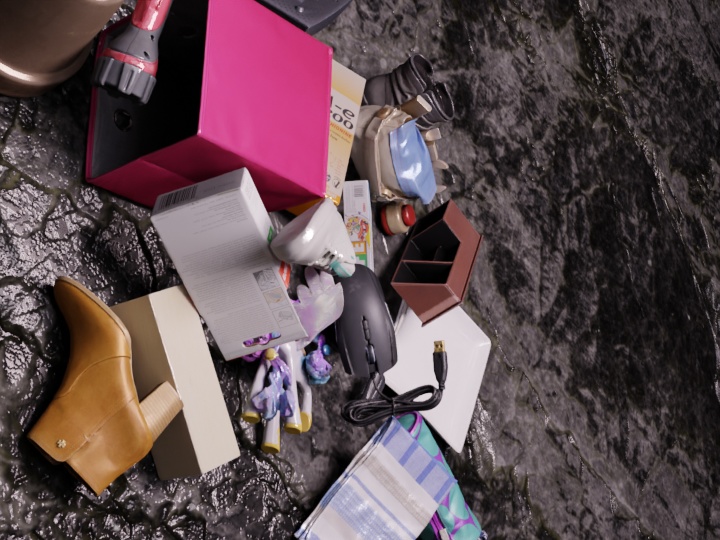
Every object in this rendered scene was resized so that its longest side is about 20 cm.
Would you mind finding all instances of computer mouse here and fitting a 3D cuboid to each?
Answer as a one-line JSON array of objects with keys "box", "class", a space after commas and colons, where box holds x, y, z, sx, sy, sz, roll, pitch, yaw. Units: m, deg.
[{"box": [0.035, 0.082, 1.514, 0.139, 0.046, 0.203, -7, 77, -6], "class": "computer mouse"}]

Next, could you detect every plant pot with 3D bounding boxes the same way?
[{"box": [-0.328, -0.300, 1.293, 0.199, 0.173, 0.203, 16, 67, -45], "class": "plant pot"}]

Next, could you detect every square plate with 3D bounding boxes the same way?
[{"box": [0.103, 0.125, 1.772, 0.200, 0.028, 0.200, 45, 49, -31], "class": "square plate"}]

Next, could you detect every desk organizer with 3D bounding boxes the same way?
[{"box": [0.109, -0.015, 1.745, 0.077, 0.071, 0.200, 50, 28, -14], "class": "desk organizer"}]

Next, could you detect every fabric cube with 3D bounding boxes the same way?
[{"box": [-0.170, -0.181, 1.421, 0.198, 0.199, 0.199, 22, 61, -46], "class": "fabric cube"}]

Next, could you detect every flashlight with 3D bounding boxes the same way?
[{"box": [-0.224, -0.280, 1.323, 0.068, 0.067, 0.202, 23, 85, -48], "class": "flashlight"}]

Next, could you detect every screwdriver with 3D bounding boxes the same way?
[{"box": [0.038, 0.105, 1.664, 0.028, 0.029, 0.201, 27, 63, -4], "class": "screwdriver"}]

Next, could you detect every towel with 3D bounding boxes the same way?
[{"box": [0.023, 0.300, 1.562, 0.147, 0.024, 0.200, 47, 72, -23], "class": "towel"}]

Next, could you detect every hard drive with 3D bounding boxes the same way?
[{"box": [-0.081, -0.374, 1.652, 0.134, 0.043, 0.200, 32, 39, 5], "class": "hard drive"}]

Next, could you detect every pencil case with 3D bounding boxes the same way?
[{"box": [0.088, 0.291, 1.658, 0.201, 0.084, 0.093, 61, 10, -14], "class": "pencil case"}]

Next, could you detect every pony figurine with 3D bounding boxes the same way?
[{"box": [-0.096, 0.093, 1.481, 0.194, 0.164, 0.202, 70, 22, -60], "class": "pony figurine"}]

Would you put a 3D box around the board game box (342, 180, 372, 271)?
[{"box": [0.000, 0.000, 1.628, 0.135, 0.034, 0.203, 81, 7, -74], "class": "board game box"}]

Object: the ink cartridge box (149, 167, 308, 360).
[{"box": [-0.138, -0.004, 1.368, 0.051, 0.108, 0.201, -86, 157, -57], "class": "ink cartridge box"}]

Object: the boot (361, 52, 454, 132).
[{"box": [0.082, -0.199, 1.768, 0.201, 0.131, 0.070, 56, 42, -21], "class": "boot"}]

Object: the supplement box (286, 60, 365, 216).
[{"box": [-0.076, -0.183, 1.609, 0.125, 0.073, 0.202, 27, 58, -27], "class": "supplement box"}]

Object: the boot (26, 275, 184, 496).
[{"box": [-0.293, 0.119, 1.289, 0.144, 0.071, 0.202, -41, 91, -26], "class": "boot"}]

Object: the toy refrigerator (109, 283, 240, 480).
[{"box": [-0.204, 0.122, 1.381, 0.070, 0.075, 0.202, -19, 93, -50], "class": "toy refrigerator"}]

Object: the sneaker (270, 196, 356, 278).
[{"box": [-0.039, -0.026, 1.369, 0.089, 0.075, 0.200, 57, 13, -4], "class": "sneaker"}]

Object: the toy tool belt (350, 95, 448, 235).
[{"box": [0.064, -0.141, 1.705, 0.125, 0.122, 0.201, -67, 141, -51], "class": "toy tool belt"}]
